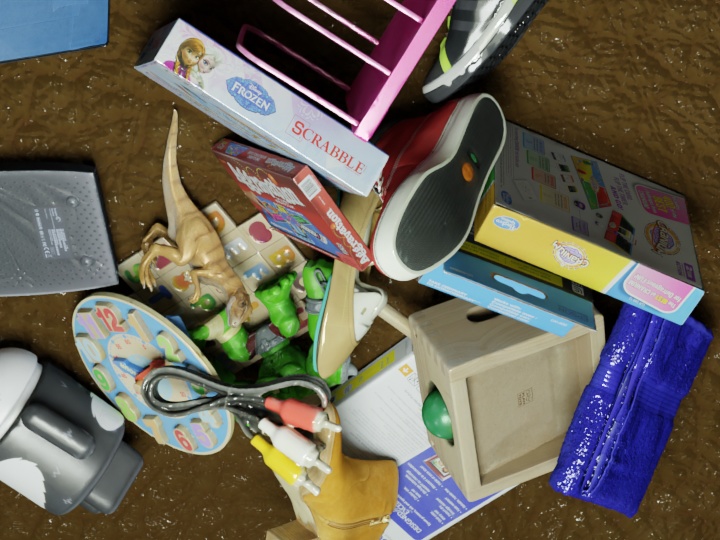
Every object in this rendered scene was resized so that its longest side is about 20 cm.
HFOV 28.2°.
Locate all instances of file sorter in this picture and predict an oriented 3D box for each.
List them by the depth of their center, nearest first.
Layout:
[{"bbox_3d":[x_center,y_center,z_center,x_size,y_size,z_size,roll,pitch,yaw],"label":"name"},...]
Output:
[{"bbox_3d":[0.003,-0.232,1.126,0.124,0.139,0.201,30,105,-12],"label":"file sorter"}]

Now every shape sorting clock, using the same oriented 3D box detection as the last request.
[{"bbox_3d":[-0.206,0.104,1.402,0.198,0.039,0.202,26,137,26],"label":"shape sorting clock"}]

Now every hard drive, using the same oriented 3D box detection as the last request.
[{"bbox_3d":[-0.333,-0.042,1.362,0.197,0.043,0.136,-3,122,7],"label":"hard drive"}]

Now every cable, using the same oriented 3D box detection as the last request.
[{"bbox_3d":[-0.107,0.123,1.301,0.198,0.050,0.098,22,105,7],"label":"cable"}]

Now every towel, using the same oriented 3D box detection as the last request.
[{"bbox_3d":[0.259,0.128,1.329,0.147,0.049,0.202,23,91,-47],"label":"towel"}]

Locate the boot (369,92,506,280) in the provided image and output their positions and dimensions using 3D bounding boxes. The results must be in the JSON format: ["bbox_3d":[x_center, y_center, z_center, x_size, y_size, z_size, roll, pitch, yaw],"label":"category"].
[{"bbox_3d":[0.027,-0.063,1.205,0.143,0.201,0.073,-8,128,39],"label":"boot"}]

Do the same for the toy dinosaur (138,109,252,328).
[{"bbox_3d":[-0.164,-0.037,1.343,0.105,0.060,0.202,-25,94,15],"label":"toy dinosaur"}]

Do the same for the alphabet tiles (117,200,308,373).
[{"bbox_3d":[-0.140,0.024,1.410,0.199,0.006,0.167,-30,115,22],"label":"alphabet tiles"}]

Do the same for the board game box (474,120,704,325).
[{"bbox_3d":[0.196,-0.046,1.249,0.198,0.154,0.041,22,124,-9],"label":"board game box"}]

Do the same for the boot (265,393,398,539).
[{"bbox_3d":[-0.017,0.198,1.402,0.143,0.071,0.204,-11,124,-43],"label":"boot"}]

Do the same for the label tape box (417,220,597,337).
[{"bbox_3d":[0.124,-0.007,1.251,0.142,0.201,0.064,21,123,-9],"label":"label tape box"}]

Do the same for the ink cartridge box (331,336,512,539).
[{"bbox_3d":[0.043,0.188,1.479,0.199,0.047,0.198,-35,115,25],"label":"ink cartridge box"}]

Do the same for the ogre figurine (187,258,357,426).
[{"bbox_3d":[-0.085,0.078,1.385,0.199,0.098,0.121,-32,99,6],"label":"ogre figurine"}]

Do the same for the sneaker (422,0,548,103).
[{"bbox_3d":[0.106,-0.232,1.203,0.083,0.072,0.200,45,120,9],"label":"sneaker"}]

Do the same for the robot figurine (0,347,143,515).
[{"bbox_3d":[-0.320,0.167,1.446,0.199,0.125,0.150,38,119,-18],"label":"robot figurine"}]

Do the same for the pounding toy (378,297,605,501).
[{"bbox_3d":[0.114,0.090,1.354,0.197,0.142,0.186,-18,123,-12],"label":"pounding toy"}]

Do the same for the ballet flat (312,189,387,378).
[{"bbox_3d":[0.000,0.000,1.294,0.062,0.069,0.203,8,88,12],"label":"ballet flat"}]

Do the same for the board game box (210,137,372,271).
[{"bbox_3d":[-0.062,-0.061,1.249,0.019,0.200,0.103,-42,115,-12],"label":"board game box"}]

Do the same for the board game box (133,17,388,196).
[{"bbox_3d":[-0.088,-0.135,1.195,0.199,0.199,0.041,32,88,-16],"label":"board game box"}]

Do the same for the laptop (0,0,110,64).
[{"bbox_3d":[-0.305,-0.284,1.160,0.184,0.116,0.202,-7,122,9],"label":"laptop"}]
